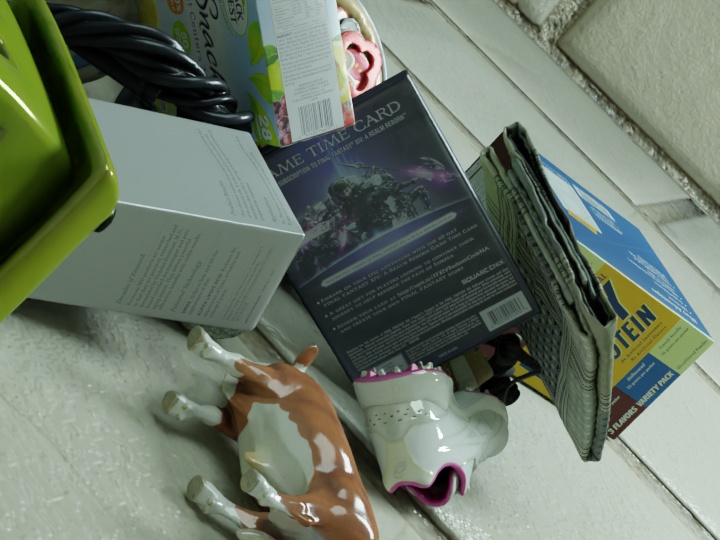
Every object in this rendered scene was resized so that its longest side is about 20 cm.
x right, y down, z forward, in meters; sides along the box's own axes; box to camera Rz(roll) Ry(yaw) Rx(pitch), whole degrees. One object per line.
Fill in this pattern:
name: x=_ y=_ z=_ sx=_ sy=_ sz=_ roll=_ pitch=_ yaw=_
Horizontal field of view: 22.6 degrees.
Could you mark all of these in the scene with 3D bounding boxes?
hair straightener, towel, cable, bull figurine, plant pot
hair straightener: x=0.110 y=0.085 z=1.393 sx=0.041 sy=0.077 sz=0.200 roll=5 pitch=-1 yaw=-8
towel: x=0.133 y=0.019 z=1.301 sx=0.200 sy=0.035 sz=0.193 roll=84 pitch=-13 yaw=-55
cable: x=-0.164 y=-0.104 z=1.132 sx=0.200 sy=0.163 sz=0.051 roll=39 pitch=51 yaw=-42
bull figurine: x=-0.051 y=0.099 z=1.046 sx=0.121 sy=0.065 sz=0.200 roll=24 pitch=23 yaw=-38
plant pot: x=-0.232 y=-0.065 z=0.821 sx=0.181 sy=0.199 sz=0.200 roll=36 pitch=16 yaw=-40

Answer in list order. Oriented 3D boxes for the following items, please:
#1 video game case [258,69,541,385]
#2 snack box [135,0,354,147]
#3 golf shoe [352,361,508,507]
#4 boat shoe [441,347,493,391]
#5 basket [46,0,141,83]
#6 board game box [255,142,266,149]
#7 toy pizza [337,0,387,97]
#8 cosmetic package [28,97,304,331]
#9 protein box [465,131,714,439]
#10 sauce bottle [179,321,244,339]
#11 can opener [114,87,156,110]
video game case: x=0.017 y=-0.020 z=1.243 sx=0.200 sy=0.143 sz=0.019 roll=59 pitch=9 yaw=-20
snack box: x=-0.088 y=-0.193 z=1.191 sx=0.068 sy=0.200 sz=0.169 roll=-22 pitch=23 yaw=-30
golf shoe: x=0.052 y=0.122 z=1.241 sx=0.200 sy=0.075 sz=0.092 roll=27 pitch=53 yaw=-61
boat shoe: x=0.057 y=0.033 z=1.404 sx=0.200 sy=0.076 sz=0.072 roll=-111 pitch=174 yaw=-47
basket: x=-0.227 y=-0.229 z=1.276 sx=0.176 sy=0.139 sz=0.200 roll=-58 pitch=131 yaw=-73
board game box: x=-0.067 y=-0.137 z=1.300 sx=0.048 sy=0.200 sz=0.102 roll=-14 pitch=19 yaw=-33
toy pizza: x=-0.055 y=-0.144 z=1.425 sx=0.200 sy=0.200 sz=0.032 roll=31 pitch=-12 yaw=-35
cosmetic package: x=-0.147 y=-0.039 z=1.050 sx=0.200 sy=0.081 sz=0.113 roll=10 pitch=34 yaw=-31
protein box: x=0.184 y=0.011 z=1.663 sx=0.198 sy=0.135 sz=0.200 roll=33 pitch=19 yaw=-30
sauce bottle: x=-0.109 y=-0.031 z=1.227 sx=0.065 sy=0.065 sz=0.200 roll=33 pitch=20 yaw=-29
can opener: x=-0.153 y=-0.157 z=1.436 sx=0.079 sy=0.063 sz=0.200 roll=41 pitch=16 yaw=-6
